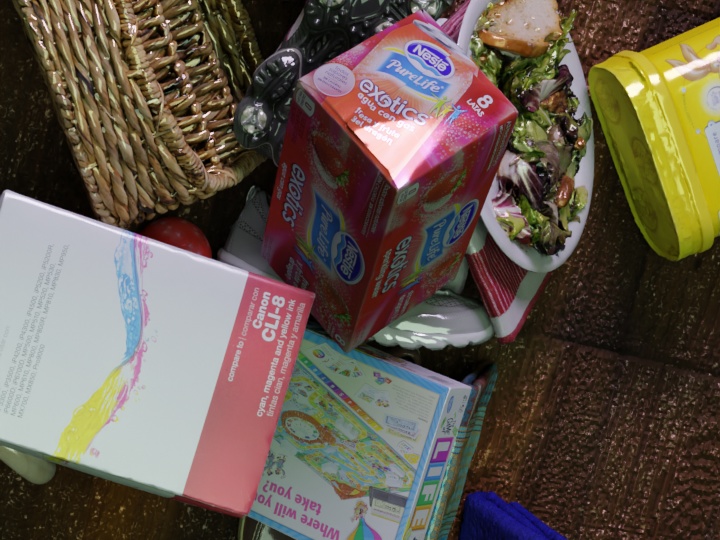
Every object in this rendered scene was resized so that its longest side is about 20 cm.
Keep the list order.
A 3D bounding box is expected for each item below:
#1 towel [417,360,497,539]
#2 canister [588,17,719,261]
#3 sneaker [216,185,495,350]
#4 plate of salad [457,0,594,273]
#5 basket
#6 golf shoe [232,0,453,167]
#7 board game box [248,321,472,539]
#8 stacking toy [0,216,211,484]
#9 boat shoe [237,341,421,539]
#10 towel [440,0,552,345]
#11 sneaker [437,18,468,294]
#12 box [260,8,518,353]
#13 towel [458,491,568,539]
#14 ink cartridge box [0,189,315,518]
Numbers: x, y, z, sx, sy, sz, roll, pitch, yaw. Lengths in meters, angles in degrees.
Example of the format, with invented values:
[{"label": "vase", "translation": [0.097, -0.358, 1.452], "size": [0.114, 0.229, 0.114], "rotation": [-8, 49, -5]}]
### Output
[{"label": "towel", "translation": [0.057, 0.166, 1.302], "size": [0.022, 0.147, 0.201], "rotation": [17, 96, 7]}, {"label": "canister", "translation": [0.279, -0.113, 1.326], "size": [0.199, 0.087, 0.149], "rotation": [-24, 105, -9]}, {"label": "sneaker", "translation": [0.000, 0.000, 1.268], "size": [0.199, 0.075, 0.082], "rotation": [16, 95, 3]}, {"label": "plate of salad", "translation": [0.120, -0.099, 1.253], "size": [0.048, 0.200, 0.201], "rotation": [-6, 106, 31]}, {"label": "basket", "translation": [-0.132, -0.143, 1.197], "size": [0.148, 0.143, 0.201], "rotation": [-20, 105, -7]}, {"label": "golf shoe", "translation": [-0.009, -0.157, 1.196], "size": [0.077, 0.088, 0.200], "rotation": [40, 104, -10]}, {"label": "board game box", "translation": [-0.036, 0.107, 1.258], "size": [0.199, 0.034, 0.135], "rotation": [21, 98, 28]}, {"label": "stacking toy", "translation": [-0.179, 0.043, 1.261], "size": [0.085, 0.085, 0.200], "rotation": [43, 83, -17]}, {"label": "boat shoe", "translation": [-0.018, 0.133, 1.313], "size": [0.072, 0.072, 0.200], "rotation": [34, 92, -16]}, {"label": "towel", "translation": [0.089, -0.070, 1.265], "size": [0.023, 0.144, 0.201], "rotation": [-10, 114, 29]}, {"label": "sneaker", "translation": [0.056, -0.075, 1.297], "size": [0.088, 0.075, 0.201], "rotation": [-35, 127, -45]}, {"label": "box", "translation": [0.013, -0.051, 1.156], "size": [0.100, 0.200, 0.096], "rotation": [-33, 70, -26]}, {"label": "towel", "translation": [0.107, 0.268, 1.331], "size": [0.049, 0.148, 0.201], "rotation": [3, 100, -23]}, {"label": "ink cartridge box", "translation": [-0.154, 0.052, 1.156], "size": [0.199, 0.145, 0.145], "rotation": [19, 83, -13]}]
